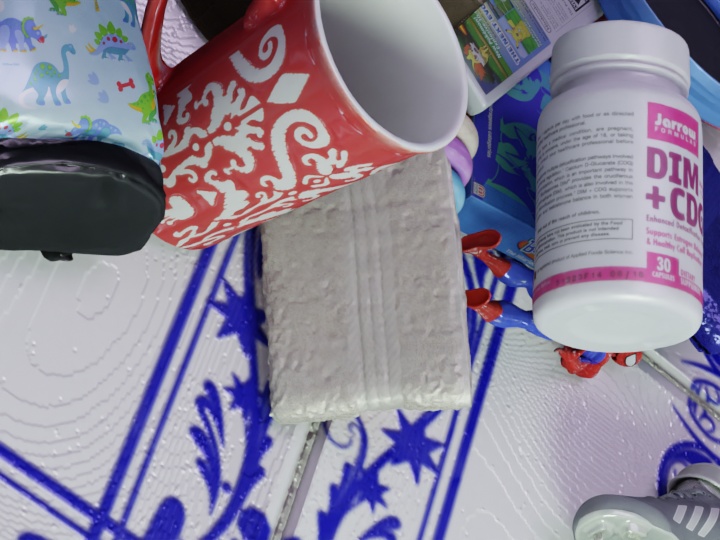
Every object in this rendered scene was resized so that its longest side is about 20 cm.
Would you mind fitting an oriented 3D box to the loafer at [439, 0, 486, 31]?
[{"bbox_3d":[0.039,-0.183,1.573,0.073,0.071,0.200,48,58,-11],"label":"loafer"}]

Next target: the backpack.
[{"bbox_3d":[-0.198,-0.124,1.402,0.162,0.154,0.201,6,49,-34],"label":"backpack"}]

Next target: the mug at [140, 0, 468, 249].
[{"bbox_3d":[-0.060,-0.117,1.454,0.133,0.199,0.178,-29,92,-52],"label":"mug"}]

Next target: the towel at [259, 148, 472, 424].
[{"bbox_3d":[0.000,0.000,1.524,0.035,0.131,0.202,72,13,-67],"label":"towel"}]

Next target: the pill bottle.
[{"bbox_3d":[0.172,-0.057,1.589,0.113,0.113,0.202,17,66,-35],"label":"pill bottle"}]

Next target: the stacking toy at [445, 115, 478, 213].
[{"bbox_3d":[0.027,-0.012,1.580,0.085,0.085,0.201,26,58,-30],"label":"stacking toy"}]

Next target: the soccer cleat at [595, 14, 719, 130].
[{"bbox_3d":[0.240,-0.171,1.874,0.199,0.067,0.077,28,22,-22],"label":"soccer cleat"}]

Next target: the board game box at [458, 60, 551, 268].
[{"bbox_3d":[0.144,-0.071,1.734,0.199,0.045,0.153,25,53,-32],"label":"board game box"}]

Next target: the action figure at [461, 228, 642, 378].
[{"bbox_3d":[0.138,0.032,1.650,0.200,0.051,0.066,29,62,-49],"label":"action figure"}]

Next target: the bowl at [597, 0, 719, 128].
[{"bbox_3d":[0.249,-0.191,1.800,0.200,0.039,0.201,32,35,-26],"label":"bowl"}]

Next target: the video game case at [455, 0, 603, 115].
[{"bbox_3d":[0.074,-0.231,1.688,0.201,0.022,0.182,57,43,-6],"label":"video game case"}]

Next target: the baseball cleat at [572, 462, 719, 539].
[{"bbox_3d":[0.214,0.176,1.660,0.199,0.070,0.107,30,43,-39],"label":"baseball cleat"}]

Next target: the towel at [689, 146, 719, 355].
[{"bbox_3d":[0.222,-0.045,1.731,0.201,0.049,0.148,53,36,-7],"label":"towel"}]

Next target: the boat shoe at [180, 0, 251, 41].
[{"bbox_3d":[-0.063,-0.175,1.590,0.066,0.074,0.201,-42,108,-49],"label":"boat shoe"}]
